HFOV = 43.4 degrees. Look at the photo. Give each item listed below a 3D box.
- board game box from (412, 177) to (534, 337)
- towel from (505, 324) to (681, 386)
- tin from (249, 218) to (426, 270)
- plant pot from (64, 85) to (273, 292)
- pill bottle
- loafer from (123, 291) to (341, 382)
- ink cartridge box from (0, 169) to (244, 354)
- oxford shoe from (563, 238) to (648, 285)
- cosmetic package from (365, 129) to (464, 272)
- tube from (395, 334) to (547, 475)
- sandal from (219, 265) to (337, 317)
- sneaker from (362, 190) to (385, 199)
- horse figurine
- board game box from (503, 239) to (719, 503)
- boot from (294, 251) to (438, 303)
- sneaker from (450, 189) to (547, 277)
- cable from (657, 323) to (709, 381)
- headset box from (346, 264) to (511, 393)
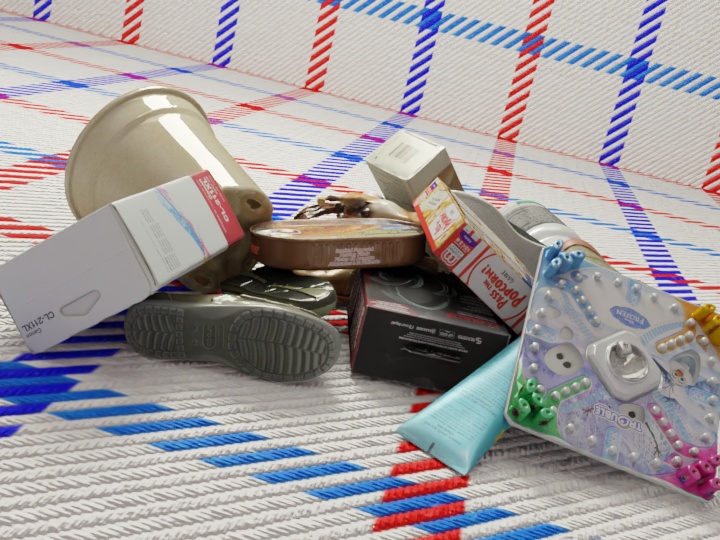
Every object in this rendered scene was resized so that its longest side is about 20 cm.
[{"bbox_3d":[0.132,-0.014,0.978,0.151,0.046,0.200,43,11,-14],"label":"board game box"},{"bbox_3d":[0.218,0.099,0.935,0.146,0.050,0.200,-11,23,-6],"label":"towel"},{"bbox_3d":[-0.022,-0.030,0.986,0.198,0.042,0.112,-2,10,-19],"label":"tin"},{"bbox_3d":[-0.201,-0.079,1.030,0.183,0.202,0.199,38,28,32],"label":"plant pot"},{"bbox_3d":[0.255,-0.024,1.291,0.112,0.114,0.200,10,17,-10],"label":"pill bottle"},{"bbox_3d":[-0.115,0.050,0.843,0.198,0.076,0.070,11,21,-6],"label":"loafer"},{"bbox_3d":[-0.216,-0.015,0.838,0.145,0.083,0.200,-25,6,18],"label":"ink cartridge box"},{"bbox_3d":[0.333,0.041,1.167,0.199,0.071,0.075,33,19,-10],"label":"oxford shoe"},{"bbox_3d":[0.096,-0.083,1.223,0.071,0.201,0.105,-41,40,-13],"label":"cosmetic package"},{"bbox_3d":[0.125,0.111,0.824,0.077,0.051,0.199,21,40,39],"label":"tube"},{"bbox_3d":[-0.089,0.033,0.943,0.079,0.058,0.201,-20,19,-23],"label":"sandal"},{"bbox_3d":[-0.012,-0.056,1.217,0.074,0.101,0.200,18,19,12],"label":"sneaker"},{"bbox_3d":[0.021,-0.062,1.126,0.198,0.050,0.132,15,12,16],"label":"horse figurine"},{"bbox_3d":[0.245,0.084,0.829,0.198,0.026,0.201,22,55,-1],"label":"board game box"},{"bbox_3d":[0.000,0.000,1.091,0.198,0.076,0.074,7,20,-17],"label":"boot"},{"bbox_3d":[0.171,-0.033,1.143,0.199,0.071,0.099,31,0,-1],"label":"sneaker"},{"bbox_3d":[0.328,0.092,0.945,0.200,0.051,0.163,49,13,7],"label":"cable"},{"bbox_3d":[0.065,0.058,0.952,0.147,0.078,0.200,12,16,-5],"label":"headset box"}]
